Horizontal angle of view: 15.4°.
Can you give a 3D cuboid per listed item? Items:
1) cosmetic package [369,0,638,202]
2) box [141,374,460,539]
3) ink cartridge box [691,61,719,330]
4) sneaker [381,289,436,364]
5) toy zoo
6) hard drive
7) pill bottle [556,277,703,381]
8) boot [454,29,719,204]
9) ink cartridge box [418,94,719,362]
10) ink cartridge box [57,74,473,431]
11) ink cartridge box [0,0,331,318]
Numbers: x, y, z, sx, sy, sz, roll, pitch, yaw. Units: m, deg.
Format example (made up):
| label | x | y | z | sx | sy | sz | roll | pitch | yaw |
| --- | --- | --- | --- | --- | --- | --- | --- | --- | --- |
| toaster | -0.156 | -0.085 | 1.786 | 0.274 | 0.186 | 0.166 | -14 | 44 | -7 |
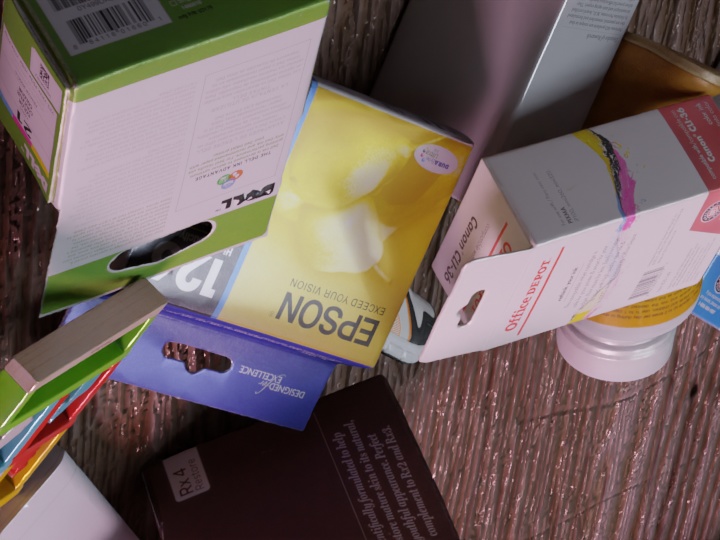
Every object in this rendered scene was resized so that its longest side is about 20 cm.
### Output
| label | x | y | z | sx | sy | sz | roll | pitch | yaw |
| --- | --- | --- | --- | --- | --- | --- | --- | --- | --- |
| cosmetic package | 0.090 | -0.145 | 1.581 | 0.085 | 0.107 | 0.201 | -1 | 120 | -53 |
| box | -0.015 | 0.209 | 1.618 | 0.163 | 0.166 | 0.201 | -21 | 130 | -3 |
| ink cartridge box | 0.284 | -0.061 | 1.964 | 0.201 | 0.084 | 0.144 | -60 | 150 | 3 |
| sneaker | 0.000 | 0.000 | 1.622 | 0.080 | 0.074 | 0.200 | -60 | 150 | 2 |
| toy zoo | -0.191 | 0.094 | 1.411 | 0.200 | 0.020 | 0.131 | -50 | 172 | 32 |
| hard drive | -0.188 | 0.195 | 1.580 | 0.132 | 0.026 | 0.200 | -49 | 148 | -13 |
| pill bottle | 0.183 | -0.025 | 1.824 | 0.113 | 0.113 | 0.201 | -34 | 143 | -34 |
| boot | 0.139 | -0.075 | 1.638 | 0.071 | 0.201 | 0.145 | 23 | 89 | -31 |
| ink cartridge box | 0.119 | -0.023 | 1.546 | 0.199 | 0.068 | 0.117 | -16 | 152 | -26 |
| ink cartridge box | -0.054 | -0.013 | 1.490 | 0.197 | 0.047 | 0.201 | 18 | 97 | -41 |
| ink cartridge box | -0.109 | -0.079 | 1.361 | 0.147 | 0.076 | 0.200 | -21 | 152 | -25 |
